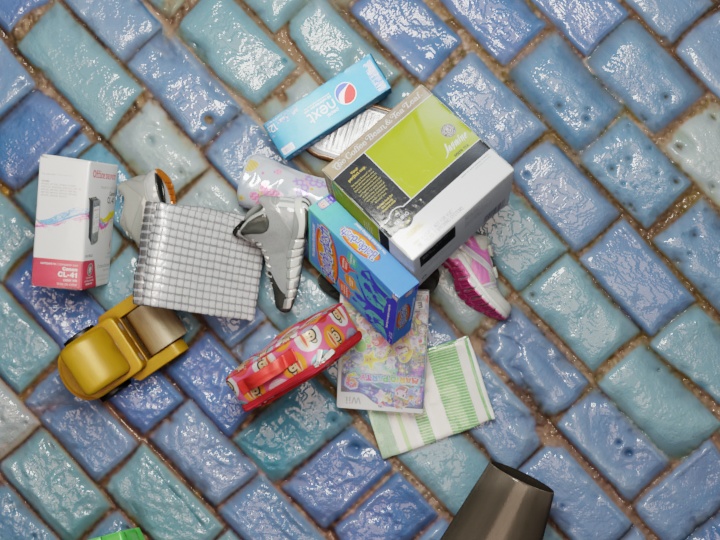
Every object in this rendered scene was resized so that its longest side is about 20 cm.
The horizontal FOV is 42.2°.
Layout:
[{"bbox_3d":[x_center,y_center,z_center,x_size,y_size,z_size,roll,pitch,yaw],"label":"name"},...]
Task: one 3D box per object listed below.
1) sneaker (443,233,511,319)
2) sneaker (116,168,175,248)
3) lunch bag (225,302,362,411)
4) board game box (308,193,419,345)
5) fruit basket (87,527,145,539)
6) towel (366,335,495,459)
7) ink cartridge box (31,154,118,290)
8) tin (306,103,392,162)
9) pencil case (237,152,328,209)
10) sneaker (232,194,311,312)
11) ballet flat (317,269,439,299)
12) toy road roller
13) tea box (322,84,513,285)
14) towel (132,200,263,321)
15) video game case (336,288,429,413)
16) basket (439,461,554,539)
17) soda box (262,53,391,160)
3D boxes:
[{"bbox_3d":[0.185,-0.010,1.482,0.088,0.081,0.200,-41,104,-17],"label":"sneaker"},{"bbox_3d":[-0.343,-0.059,1.516,0.091,0.076,0.202,-9,89,16],"label":"sneaker"},{"bbox_3d":[-0.108,0.135,1.434,0.199,0.176,0.082,-32,90,29],"label":"lunch bag"},{"bbox_3d":[0.000,0.000,1.401,0.045,0.152,0.200,-36,66,-21],"label":"board game box"},{"bbox_3d":[-0.426,0.535,1.498,0.214,0.156,0.217,-1,78,6],"label":"fruit basket"},{"bbox_3d":[0.105,0.206,1.526,0.199,0.023,0.153,-19,92,3],"label":"towel"},{"bbox_3d":[-0.449,-0.075,1.475,0.085,0.148,0.202,7,94,2],"label":"ink cartridge box"},{"bbox_3d":[-0.008,-0.219,1.504,0.199,0.042,0.113,16,98,2],"label":"tin"},{"bbox_3d":[-0.097,-0.120,1.487,0.199,0.083,0.091,16,111,3],"label":"pencil case"},{"bbox_3d":[-0.145,-0.032,1.459,0.115,0.075,0.201,10,117,-2],"label":"sneaker"},{"bbox_3d":[0.030,0.016,1.515,0.198,0.057,0.067,0,118,8],"label":"ballet flat"},{"bbox_3d":[-0.385,0.126,1.482,0.199,0.146,0.123,-34,91,4],"label":"toy road roller"},{"bbox_3d":[0.084,-0.122,1.371,0.200,0.134,0.197,-41,73,-9],"label":"tea box"},{"bbox_3d":[-0.252,-0.015,1.463,0.199,0.085,0.167,10,86,-39],"label":"towel"},{"bbox_3d":[0.035,0.126,1.495,0.142,0.018,0.202,3,100,6],"label":"video game case"},{"bbox_3d":[0.216,0.418,1.481,0.179,0.136,0.201,23,90,-2],"label":"basket"},{"bbox_3d":[-0.050,-0.252,1.452,0.199,0.068,0.064,-32,91,4],"label":"soda box"}]
